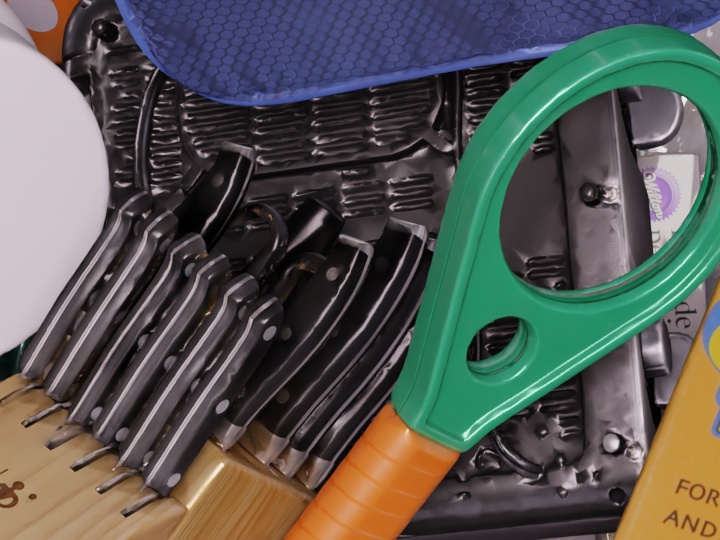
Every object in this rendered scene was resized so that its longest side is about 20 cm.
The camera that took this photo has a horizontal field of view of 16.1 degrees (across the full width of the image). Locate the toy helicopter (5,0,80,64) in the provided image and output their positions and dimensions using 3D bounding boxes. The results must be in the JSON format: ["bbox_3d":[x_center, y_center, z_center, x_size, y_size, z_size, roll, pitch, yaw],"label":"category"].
[{"bbox_3d":[-0.134,-0.166,0.797,0.132,0.201,0.079,11,43,20],"label":"toy helicopter"}]

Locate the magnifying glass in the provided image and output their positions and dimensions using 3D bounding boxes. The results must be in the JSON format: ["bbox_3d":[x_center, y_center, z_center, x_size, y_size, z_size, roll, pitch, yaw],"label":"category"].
[{"bbox_3d":[0.029,0.023,0.655,0.079,0.022,0.200,27,104,-36],"label":"magnifying glass"}]

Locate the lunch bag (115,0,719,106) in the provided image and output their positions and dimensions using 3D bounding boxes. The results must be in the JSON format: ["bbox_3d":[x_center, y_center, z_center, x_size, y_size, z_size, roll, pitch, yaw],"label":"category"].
[{"bbox_3d":[0.027,-0.142,0.669,0.199,0.133,0.136,-7,125,16],"label":"lunch bag"}]

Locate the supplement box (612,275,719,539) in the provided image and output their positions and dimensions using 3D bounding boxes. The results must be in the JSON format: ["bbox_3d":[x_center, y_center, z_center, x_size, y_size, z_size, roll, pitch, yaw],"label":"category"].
[{"bbox_3d":[0.107,0.059,0.657,0.066,0.069,0.201,18,67,17],"label":"supplement box"}]

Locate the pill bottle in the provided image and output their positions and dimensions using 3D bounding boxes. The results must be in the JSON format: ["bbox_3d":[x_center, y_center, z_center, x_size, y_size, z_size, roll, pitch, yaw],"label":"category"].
[{"bbox_3d":[-0.160,-0.049,0.746,0.113,0.200,0.114,-13,116,-28],"label":"pill bottle"}]

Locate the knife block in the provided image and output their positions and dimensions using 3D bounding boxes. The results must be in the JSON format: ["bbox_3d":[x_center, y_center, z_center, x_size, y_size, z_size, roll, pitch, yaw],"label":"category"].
[{"bbox_3d":[-0.054,0.067,0.690,0.175,0.201,0.064,-28,53,-35],"label":"knife block"}]

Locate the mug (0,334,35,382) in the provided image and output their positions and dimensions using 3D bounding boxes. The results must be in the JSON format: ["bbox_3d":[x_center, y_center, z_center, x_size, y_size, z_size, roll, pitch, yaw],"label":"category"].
[{"bbox_3d":[-0.157,0.074,0.777,0.184,0.152,0.115,-28,124,-15],"label":"mug"}]

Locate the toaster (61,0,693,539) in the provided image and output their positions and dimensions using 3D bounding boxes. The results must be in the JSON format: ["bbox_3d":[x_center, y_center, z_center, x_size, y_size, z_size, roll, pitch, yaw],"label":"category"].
[{"bbox_3d":[0.000,0.000,0.775,0.199,0.119,0.182,-8,78,15],"label":"toaster"}]

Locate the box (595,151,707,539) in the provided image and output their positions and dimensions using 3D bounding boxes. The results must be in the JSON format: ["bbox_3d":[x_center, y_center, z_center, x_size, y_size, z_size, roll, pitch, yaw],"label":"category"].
[{"bbox_3d":[0.095,0.063,0.828,0.038,0.041,0.201,-2,83,1],"label":"box"}]
